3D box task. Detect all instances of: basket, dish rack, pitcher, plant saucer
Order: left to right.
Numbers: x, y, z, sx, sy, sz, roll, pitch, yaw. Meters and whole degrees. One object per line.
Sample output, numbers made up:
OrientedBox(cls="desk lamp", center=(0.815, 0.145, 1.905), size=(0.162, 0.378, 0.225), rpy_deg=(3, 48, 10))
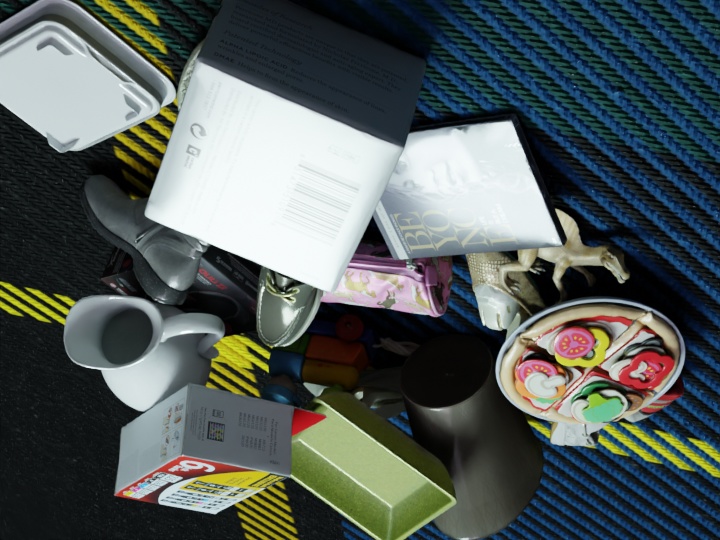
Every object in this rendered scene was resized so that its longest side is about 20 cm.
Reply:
OrientedBox(cls="dish rack", center=(-0.301, -0.187, 1.640), size=(0.199, 0.044, 0.171), rpy_deg=(-17, 133, 45))
OrientedBox(cls="pitcher", center=(-0.214, 0.087, 1.796), size=(0.169, 0.123, 0.200), rpy_deg=(-3, 162, 12))
OrientedBox(cls="plant saucer", center=(0.003, 0.221, 1.878), size=(0.199, 0.048, 0.200), rpy_deg=(36, 146, -5))
OrientedBox(cls="basket", center=(0.124, 0.184, 1.901), size=(0.135, 0.181, 0.201), rpy_deg=(8, 140, 31))

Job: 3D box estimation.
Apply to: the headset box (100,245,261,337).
OrientedBox(cls="headset box", center=(-0.174, 0.004, 1.849), size=(0.199, 0.076, 0.148), rpy_deg=(-13, 137, 43))

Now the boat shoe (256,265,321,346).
OrientedBox(cls="boat shoe", center=(-0.071, -0.006, 1.684), size=(0.071, 0.060, 0.204), rpy_deg=(27, 115, 14))

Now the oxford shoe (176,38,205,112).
OrientedBox(cls="oxford shoe", center=(-0.138, -0.154, 1.593), size=(0.074, 0.058, 0.202), rpy_deg=(16, 135, 10))

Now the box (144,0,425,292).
OrientedBox(cls="box", center=(-0.069, -0.120, 1.477), size=(0.198, 0.131, 0.200), rpy_deg=(22, 133, -5))

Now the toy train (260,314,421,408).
OrientedBox(cls="toy train", center=(-0.016, 0.121, 1.908), size=(0.197, 0.117, 0.085), rpy_deg=(9, 150, 17))

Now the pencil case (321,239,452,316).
OrientedBox(cls="pencil case", center=(0.000, 0.000, 1.737), size=(0.197, 0.083, 0.087), rpy_deg=(6, 123, 23))

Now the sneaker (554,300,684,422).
OrientedBox(cls="sneaker", center=(0.279, 0.085, 1.745), size=(0.084, 0.078, 0.199), rpy_deg=(-27, 132, 31))

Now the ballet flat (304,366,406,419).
OrientedBox(cls="ballet flat", center=(0.000, 0.153, 2.007), size=(0.198, 0.064, 0.067), rpy_deg=(-5, 143, 36))

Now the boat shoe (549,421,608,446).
OrientedBox(cls="boat shoe", center=(0.258, 0.150, 1.853), size=(0.068, 0.072, 0.200), rpy_deg=(12, 158, 9))

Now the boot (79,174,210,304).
OrientedBox(cls="boot", center=(-0.216, -0.072, 1.745), size=(0.069, 0.200, 0.132), rpy_deg=(-2, 131, -52))

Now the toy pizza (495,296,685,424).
OrientedBox(cls="toy pizza", center=(0.240, 0.103, 1.686), size=(0.197, 0.032, 0.202), rpy_deg=(-1, 137, -1))

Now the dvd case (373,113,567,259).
OrientedBox(cls="dvd case", center=(0.088, -0.078, 1.583), size=(0.198, 0.016, 0.150), rpy_deg=(-4, 127, 35))

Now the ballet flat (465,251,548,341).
OrientedBox(cls="ballet flat", center=(0.166, 0.048, 1.730), size=(0.070, 0.066, 0.200), rpy_deg=(3, 147, 46))

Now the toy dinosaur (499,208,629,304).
OrientedBox(cls="toy dinosaur", center=(0.176, -0.028, 1.635), size=(0.198, 0.058, 0.102), rpy_deg=(22, 134, 7))

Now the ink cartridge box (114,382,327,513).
OrientedBox(cls="ink cartridge box", center=(-0.156, 0.206, 1.810), size=(0.174, 0.085, 0.200), rpy_deg=(14, 155, -25))
